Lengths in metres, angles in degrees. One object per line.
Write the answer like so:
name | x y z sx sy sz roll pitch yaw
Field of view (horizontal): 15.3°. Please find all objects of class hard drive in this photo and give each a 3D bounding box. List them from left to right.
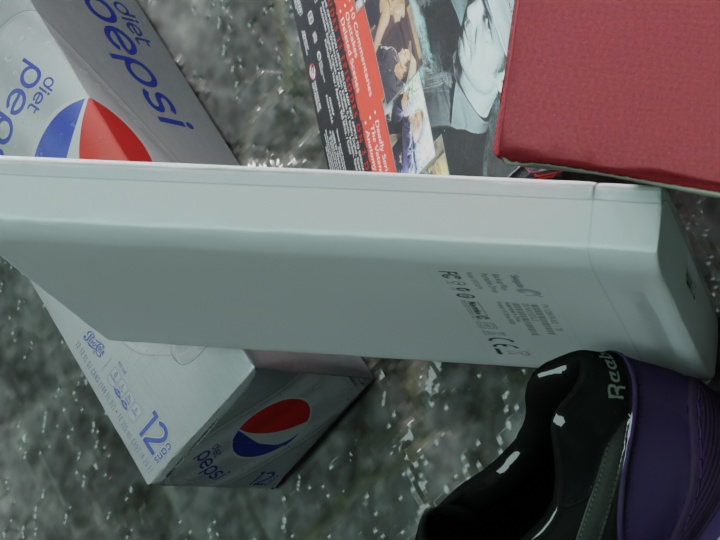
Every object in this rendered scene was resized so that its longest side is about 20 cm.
hard drive | 0.000 0.000 0.802 0.199 0.132 0.027 3 74 15

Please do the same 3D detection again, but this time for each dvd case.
dvd case | 0.025 -0.081 0.842 0.200 0.022 0.147 132 128 -64

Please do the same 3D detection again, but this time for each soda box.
soda box | -0.080 -0.018 0.954 0.063 0.068 0.200 -47 59 25

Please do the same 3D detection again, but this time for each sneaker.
sneaker | 0.040 0.110 0.821 0.201 0.087 0.076 -60 29 14

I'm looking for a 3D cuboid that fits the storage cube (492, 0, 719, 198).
storage cube | 0.157 -0.101 0.687 0.170 0.200 0.181 10 94 29
